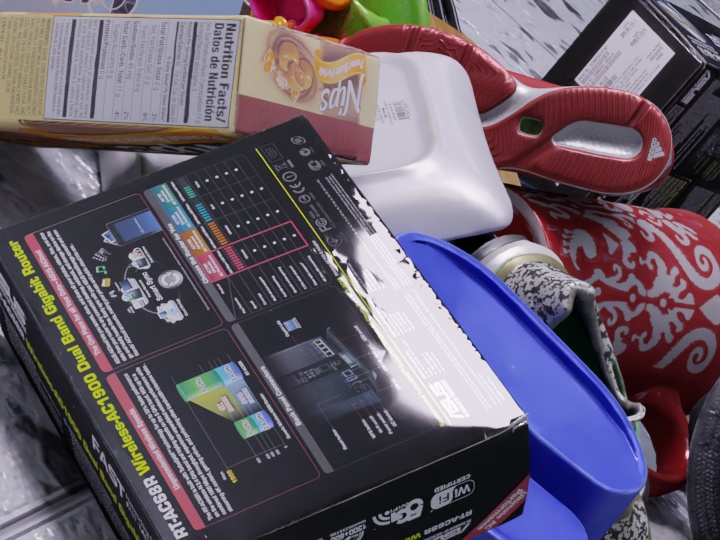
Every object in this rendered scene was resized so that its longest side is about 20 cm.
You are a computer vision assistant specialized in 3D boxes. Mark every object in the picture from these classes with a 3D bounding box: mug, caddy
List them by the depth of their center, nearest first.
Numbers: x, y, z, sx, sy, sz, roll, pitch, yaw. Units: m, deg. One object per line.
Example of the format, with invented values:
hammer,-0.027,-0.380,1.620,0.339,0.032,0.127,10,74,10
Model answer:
caddy,0.030,0.083,1.080,0.200,0.105,0.141,46,40,4
mug,0.136,0.028,1.396,0.199,0.134,0.178,12,31,-50

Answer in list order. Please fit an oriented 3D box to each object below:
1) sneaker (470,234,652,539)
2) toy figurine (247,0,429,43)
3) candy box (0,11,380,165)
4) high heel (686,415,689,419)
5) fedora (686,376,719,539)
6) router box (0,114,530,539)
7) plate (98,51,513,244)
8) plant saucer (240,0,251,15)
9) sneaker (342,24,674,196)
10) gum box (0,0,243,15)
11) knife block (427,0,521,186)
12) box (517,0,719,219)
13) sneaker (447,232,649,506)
sneaker,0.107,0.082,1.167,0.088,0.077,0.201,14,-51,62
toy figurine,-0.066,-0.114,1.384,0.183,0.150,0.201,-3,70,-47
candy box,-0.105,-0.084,1.104,0.199,0.056,0.115,4,-2,31
high heel,0.269,0.069,1.545,0.200,0.142,0.072,-92,172,-56
fedora,0.245,0.130,1.379,0.200,0.201,0.091,32,-14,-24
router box,-0.044,0.041,0.955,0.149,0.062,0.200,-21,49,-18
plate,-0.035,-0.059,1.183,0.200,0.199,0.033,-101,-179,-63
plant saucer,-0.049,-0.175,1.660,0.200,0.032,0.200,37,18,-14
sneaker,0.084,-0.078,1.363,0.199,0.079,0.116,21,-3,15
gum box,-0.178,-0.182,1.265,0.169,0.045,0.200,3,30,-33
knife block,0.048,-0.121,1.588,0.200,0.064,0.175,51,27,2
box,0.176,-0.076,1.603,0.086,0.200,0.163,50,20,29
sneaker,0.083,0.054,1.234,0.200,0.080,0.074,49,60,-7
